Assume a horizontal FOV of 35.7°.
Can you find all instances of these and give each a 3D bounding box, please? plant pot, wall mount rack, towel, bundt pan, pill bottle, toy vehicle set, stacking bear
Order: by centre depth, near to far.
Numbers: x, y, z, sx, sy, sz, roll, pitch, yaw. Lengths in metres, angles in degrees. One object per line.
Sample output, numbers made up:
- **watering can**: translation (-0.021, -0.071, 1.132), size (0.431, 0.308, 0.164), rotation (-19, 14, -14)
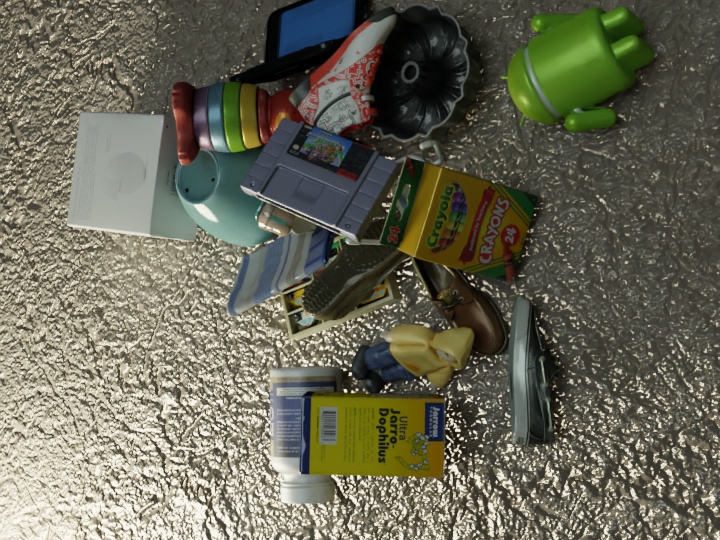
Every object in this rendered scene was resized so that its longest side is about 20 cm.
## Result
- **wall mount rack**: translation (0.053, -0.100, 1.595), size (0.173, 0.075, 0.200), rotation (-24, 51, 5)
- **bundt pan**: translation (0.092, -0.281, 1.626), size (0.201, 0.076, 0.203), rotation (-3, 84, 36)
- **stacking bear**: translation (-0.171, -0.231, 1.680), size (0.199, 0.114, 0.122), rotation (-2, 112, 3)
- **pill bottle**: translation (-0.081, 0.245, 1.681), size (0.111, 0.111, 0.201), rotation (-5, 83, 33)
- **toy vehicle set**: translation (-0.038, 0.017, 1.721), size (0.200, 0.026, 0.125), rotation (-23, 74, 30)
- **towel**: translation (-0.121, -0.014, 1.728), size (0.200, 0.024, 0.147), rotation (-28, 29, 27)
- **plant pot**: translation (-0.217, -0.143, 1.786), size (0.199, 0.135, 0.201), rotation (-2, 85, 33)

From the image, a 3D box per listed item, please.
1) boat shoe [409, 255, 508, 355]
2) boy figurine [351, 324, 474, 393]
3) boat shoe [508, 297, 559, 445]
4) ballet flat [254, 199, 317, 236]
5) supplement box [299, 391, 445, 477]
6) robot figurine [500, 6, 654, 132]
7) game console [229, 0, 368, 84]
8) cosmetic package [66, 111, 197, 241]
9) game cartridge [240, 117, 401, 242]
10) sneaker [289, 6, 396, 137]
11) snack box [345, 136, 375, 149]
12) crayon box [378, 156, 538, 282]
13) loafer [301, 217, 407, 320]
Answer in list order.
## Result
- **boat shoe**: translation (0.131, 0.040, 1.584), size (0.072, 0.068, 0.200), rotation (-47, 64, 21)
- **boy figurine**: translation (0.085, 0.127, 1.588), size (0.200, 0.065, 0.124), rotation (-16, 122, 42)
- **boat shoe**: translation (0.235, 0.137, 1.517), size (0.063, 0.071, 0.201), rotation (1, 77, 1)
- **ballet flat**: translation (-0.099, -0.080, 1.684), size (0.067, 0.200, 0.068), rotation (26, 106, 9)
- **supplement box**: translation (0.017, 0.229, 1.569), size (0.199, 0.109, 0.110), rotation (1, 87, 2)
- **robot figurine**: translation (0.282, -0.270, 1.481), size (0.200, 0.116, 0.176), rotation (-26, 72, 29)
- **game console**: translation (-0.095, -0.369, 1.722), size (0.199, 0.176, 0.117), rotation (-14, 96, 32)
- **cosmetic package**: translation (-0.379, -0.161, 1.900), size (0.199, 0.123, 0.200), rotation (8, 91, 32)
- **game cartridge**: translation (-0.056, -0.133, 1.572), size (0.199, 0.038, 0.130), rotation (24, 79, 24)
- **sneaker**: translation (0.003, -0.276, 1.612), size (0.201, 0.067, 0.108), rotation (-42, 86, 8)
- **snack box**: translation (-0.064, -0.190, 1.699), size (0.200, 0.072, 0.024), rotation (27, 133, 47)
- **crayon box**: translation (0.134, -0.067, 1.513), size (0.051, 0.199, 0.127), rotation (28, 104, 60)
- **loafer**: translation (0.000, 0.000, 1.645), size (0.200, 0.067, 0.076), rotation (-39, 59, 8)
